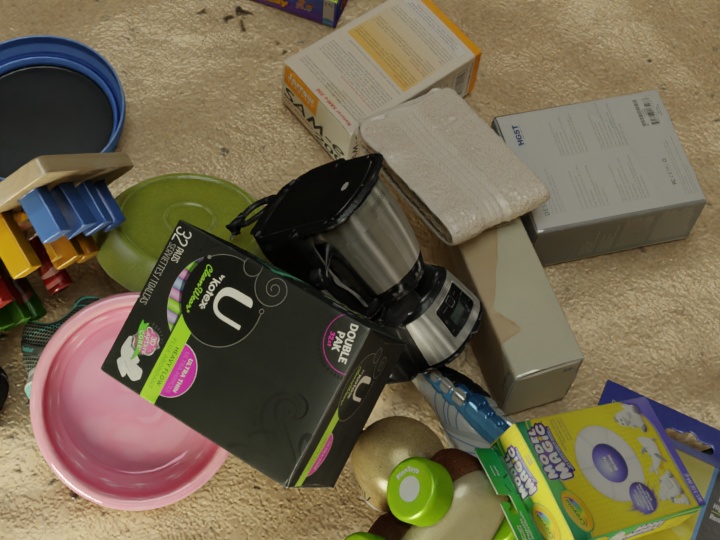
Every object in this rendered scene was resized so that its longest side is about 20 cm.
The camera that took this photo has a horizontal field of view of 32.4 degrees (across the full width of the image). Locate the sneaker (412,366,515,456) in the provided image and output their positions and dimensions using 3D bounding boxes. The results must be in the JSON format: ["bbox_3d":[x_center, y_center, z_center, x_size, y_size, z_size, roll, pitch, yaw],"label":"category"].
[{"bbox_3d":[0.105,0.165,1.203,0.200,0.075,0.087,42,108,35],"label":"sneaker"}]

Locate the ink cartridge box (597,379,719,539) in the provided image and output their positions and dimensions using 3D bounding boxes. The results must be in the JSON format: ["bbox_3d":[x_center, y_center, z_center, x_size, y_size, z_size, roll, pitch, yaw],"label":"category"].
[{"bbox_3d":[0.292,0.217,1.164,0.195,0.047,0.202,23,63,10],"label":"ink cartridge box"}]

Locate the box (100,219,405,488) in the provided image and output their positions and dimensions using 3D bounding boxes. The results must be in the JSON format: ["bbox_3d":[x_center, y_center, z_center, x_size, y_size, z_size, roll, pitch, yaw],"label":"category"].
[{"bbox_3d":[-0.088,0.074,1.058,0.198,0.124,0.150,29,90,19],"label":"box"}]

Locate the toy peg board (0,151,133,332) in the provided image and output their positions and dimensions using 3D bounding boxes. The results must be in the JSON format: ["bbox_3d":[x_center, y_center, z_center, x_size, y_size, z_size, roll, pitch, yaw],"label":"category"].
[{"bbox_3d":[-0.313,-0.017,1.178,0.198,0.200,0.099,-31,90,14],"label":"toy peg board"}]

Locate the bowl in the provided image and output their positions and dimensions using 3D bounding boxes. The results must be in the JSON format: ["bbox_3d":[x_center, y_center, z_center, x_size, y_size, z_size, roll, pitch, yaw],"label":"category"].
[{"bbox_3d":[-0.359,-0.170,1.371,0.197,0.040,0.203,2,59,-4],"label":"bowl"}]

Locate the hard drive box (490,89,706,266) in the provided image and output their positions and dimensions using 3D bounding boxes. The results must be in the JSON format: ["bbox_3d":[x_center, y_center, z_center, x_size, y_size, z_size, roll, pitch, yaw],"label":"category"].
[{"bbox_3d":[0.254,-0.102,1.363,0.197,0.077,0.158,-10,61,-11],"label":"hard drive box"}]

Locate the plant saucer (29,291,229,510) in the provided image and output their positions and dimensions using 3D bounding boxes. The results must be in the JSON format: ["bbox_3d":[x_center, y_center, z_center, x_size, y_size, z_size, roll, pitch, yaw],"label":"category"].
[{"bbox_3d":[-0.210,0.121,1.167,0.197,0.051,0.204,-1,93,-15],"label":"plant saucer"}]

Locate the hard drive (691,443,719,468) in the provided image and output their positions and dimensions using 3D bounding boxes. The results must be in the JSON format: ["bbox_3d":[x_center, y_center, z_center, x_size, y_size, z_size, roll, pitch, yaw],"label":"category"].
[{"bbox_3d":[0.343,0.274,1.179,0.138,0.033,0.202,-16,63,-13],"label":"hard drive"}]

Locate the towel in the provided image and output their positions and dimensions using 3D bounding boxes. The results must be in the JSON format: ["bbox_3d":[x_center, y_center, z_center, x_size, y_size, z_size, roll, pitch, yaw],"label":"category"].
[{"bbox_3d":[0.092,-0.114,1.287,0.131,0.035,0.200,-24,52,-22],"label":"towel"}]

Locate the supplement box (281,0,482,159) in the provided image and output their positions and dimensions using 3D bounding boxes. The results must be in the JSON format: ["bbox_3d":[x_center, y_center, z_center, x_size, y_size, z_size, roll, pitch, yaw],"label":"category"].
[{"bbox_3d":[0.023,-0.221,1.413,0.199,0.074,0.126,-33,68,-21],"label":"supplement box"}]

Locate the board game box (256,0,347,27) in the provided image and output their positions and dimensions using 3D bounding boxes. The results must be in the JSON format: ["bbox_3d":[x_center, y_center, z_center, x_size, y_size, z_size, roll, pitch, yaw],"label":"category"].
[{"bbox_3d":[-0.098,-0.390,1.517,0.197,0.045,0.136,19,60,6],"label":"board game box"}]

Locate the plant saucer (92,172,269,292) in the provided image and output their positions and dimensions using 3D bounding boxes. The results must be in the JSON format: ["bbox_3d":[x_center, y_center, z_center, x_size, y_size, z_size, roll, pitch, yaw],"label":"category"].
[{"bbox_3d":[-0.177,-0.043,1.281,0.197,0.031,0.202,6,41,-5],"label":"plant saucer"}]

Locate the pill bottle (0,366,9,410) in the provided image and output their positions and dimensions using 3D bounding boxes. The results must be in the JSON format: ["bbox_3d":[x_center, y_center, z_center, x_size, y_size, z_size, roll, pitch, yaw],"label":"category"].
[{"bbox_3d":[-0.437,0.074,1.181,0.200,0.112,0.112,41,65,18],"label":"pill bottle"}]

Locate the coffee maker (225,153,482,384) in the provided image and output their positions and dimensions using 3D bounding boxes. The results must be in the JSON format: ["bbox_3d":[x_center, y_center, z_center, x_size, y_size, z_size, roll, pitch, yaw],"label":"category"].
[{"bbox_3d":[0.000,0.000,1.216,0.135,0.191,0.201,-45,116,-16],"label":"coffee maker"}]

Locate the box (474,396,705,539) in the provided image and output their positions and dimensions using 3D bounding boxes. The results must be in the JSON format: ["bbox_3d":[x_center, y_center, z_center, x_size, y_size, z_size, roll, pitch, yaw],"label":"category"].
[{"bbox_3d":[0.199,0.181,1.083,0.198,0.049,0.118,-7,59,-35],"label":"box"}]

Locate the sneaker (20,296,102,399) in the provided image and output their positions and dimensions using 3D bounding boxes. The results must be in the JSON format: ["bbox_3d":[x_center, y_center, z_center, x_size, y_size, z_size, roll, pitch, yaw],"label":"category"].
[{"bbox_3d":[-0.248,0.056,1.233,0.198,0.078,0.092,-20,59,-18],"label":"sneaker"}]

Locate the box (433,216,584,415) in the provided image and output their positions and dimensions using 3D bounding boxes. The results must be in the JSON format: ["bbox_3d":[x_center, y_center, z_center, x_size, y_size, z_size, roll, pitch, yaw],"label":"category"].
[{"bbox_3d":[0.148,0.034,1.267,0.077,0.095,0.202,-14,61,-13],"label":"box"}]

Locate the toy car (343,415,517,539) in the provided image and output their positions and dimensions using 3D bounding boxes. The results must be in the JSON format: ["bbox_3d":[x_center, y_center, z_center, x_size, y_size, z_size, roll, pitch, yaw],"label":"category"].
[{"bbox_3d":[0.030,0.199,1.130,0.159,0.163,0.200,-54,46,8],"label":"toy car"}]
